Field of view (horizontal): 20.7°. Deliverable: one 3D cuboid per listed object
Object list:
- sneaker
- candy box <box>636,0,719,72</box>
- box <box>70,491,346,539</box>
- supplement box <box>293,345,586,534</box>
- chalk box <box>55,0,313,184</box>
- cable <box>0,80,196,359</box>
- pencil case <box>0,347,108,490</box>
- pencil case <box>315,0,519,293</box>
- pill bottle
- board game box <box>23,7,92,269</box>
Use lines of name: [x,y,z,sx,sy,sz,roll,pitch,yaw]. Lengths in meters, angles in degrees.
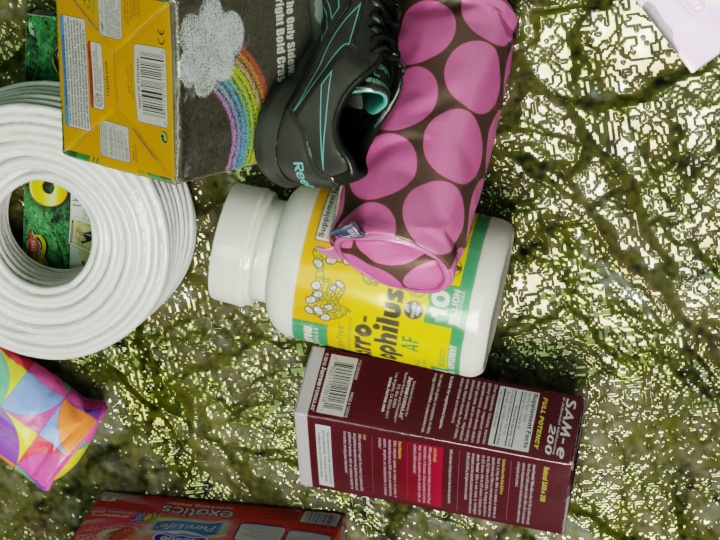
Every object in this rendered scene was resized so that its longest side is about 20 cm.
sneaker: [0.002,-0.143,1.270,0.079,0.075,0.202,12,81,42]
candy box: [0.185,-0.227,1.213,0.071,0.200,0.168,-36,98,20]
box: [-0.115,0.237,1.488,0.198,0.100,0.096,4,109,9]
supplement box: [0.056,0.122,1.409,0.198,0.061,0.109,11,147,8]
chalk box: [-0.089,-0.144,1.321,0.123,0.199,0.126,16,113,41]
cable: [-0.220,-0.036,1.408,0.198,0.069,0.201,-11,106,15]
pencil case: [-0.286,0.076,1.475,0.200,0.088,0.088,40,112,-4]
pencil case: [0.040,-0.090,1.306,0.093,0.201,0.091,4,155,33]
pill bottle: [0.000,0.000,1.376,0.198,0.113,0.114,13,111,6]
board game box: [-0.194,-0.086,1.435,0.104,0.023,0.202,8,110,11]
